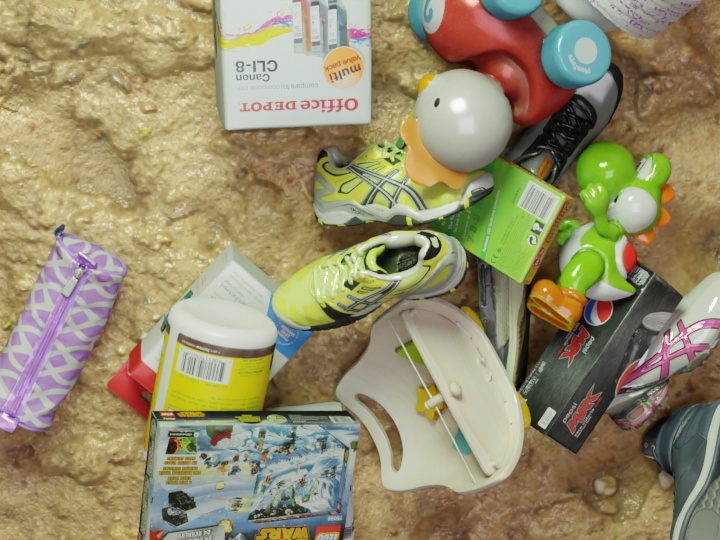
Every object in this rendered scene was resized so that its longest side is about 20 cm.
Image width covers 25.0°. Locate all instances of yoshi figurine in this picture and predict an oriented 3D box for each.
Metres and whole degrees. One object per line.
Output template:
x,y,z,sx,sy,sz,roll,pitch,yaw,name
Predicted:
0.229,-0.047,1.628,0.201,0.112,0.112,-55,132,-7,yoshi figurine

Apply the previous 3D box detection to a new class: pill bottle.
-0.150,0.136,1.575,0.108,0.109,0.202,10,105,-10,pill bottle

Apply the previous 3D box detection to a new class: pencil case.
-0.303,0.061,1.618,0.083,0.086,0.201,24,102,-11,pencil case

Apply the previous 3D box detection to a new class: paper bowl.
0.228,-0.308,1.532,0.104,0.201,0.201,-34,109,30,paper bowl

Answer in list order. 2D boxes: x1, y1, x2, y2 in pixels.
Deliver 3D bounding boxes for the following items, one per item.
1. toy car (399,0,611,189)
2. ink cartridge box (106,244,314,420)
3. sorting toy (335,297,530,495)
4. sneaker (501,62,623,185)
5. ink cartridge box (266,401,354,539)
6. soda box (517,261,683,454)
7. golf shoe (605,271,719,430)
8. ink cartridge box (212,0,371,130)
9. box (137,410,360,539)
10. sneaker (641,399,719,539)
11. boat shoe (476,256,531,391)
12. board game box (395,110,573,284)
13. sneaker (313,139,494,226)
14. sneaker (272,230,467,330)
0.097,-0.173,1.523,0.177,0.184,0.200,44,72,-17,toy car
-0.156,0.089,1.654,0.116,0.067,0.200,41,97,-16,ink cartridge box
0.060,0.140,1.659,0.179,0.107,0.201,-32,84,36,sorting toy
0.196,-0.127,1.637,0.074,0.079,0.200,40,96,-14,sneaker
-0.052,0.253,1.673,0.082,0.145,0.202,-3,106,-6,ink cartridge box
0.242,0.084,1.669,0.071,0.063,0.201,33,92,-45,soda box
0.316,0.073,1.711,0.092,0.073,0.200,40,97,-14,golf shoe
-0.067,-0.243,1.534,0.144,0.145,0.202,-3,107,-7,ink cartridge box
-0.105,0.202,1.531,0.198,0.040,0.138,3,106,-22,box
0.347,0.233,1.713,0.076,0.146,0.204,27,74,-18,sneaker
0.141,0.062,1.692,0.065,0.072,0.203,7,108,13,boat shoe
0.109,-0.076,1.611,0.199,0.030,0.096,33,103,28,board game box
0.035,-0.088,1.589,0.198,0.075,0.077,-3,105,28,sneaker
0.000,0.000,1.556,0.198,0.076,0.076,-20,64,18,sneaker
